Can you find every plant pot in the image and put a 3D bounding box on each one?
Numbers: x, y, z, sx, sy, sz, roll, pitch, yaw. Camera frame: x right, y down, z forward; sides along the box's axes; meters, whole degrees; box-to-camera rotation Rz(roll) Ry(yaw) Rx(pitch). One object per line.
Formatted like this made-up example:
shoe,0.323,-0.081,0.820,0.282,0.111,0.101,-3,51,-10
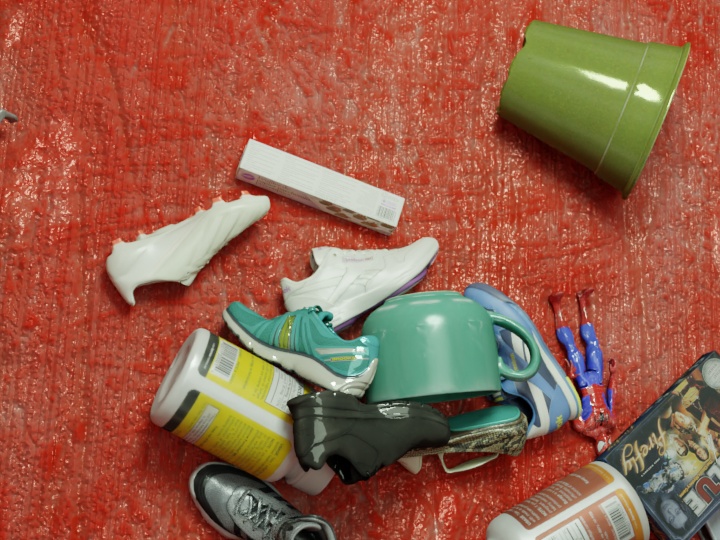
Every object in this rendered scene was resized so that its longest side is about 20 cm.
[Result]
plant pot,0.271,-0.213,1.532,0.189,0.200,0.201,22,72,7

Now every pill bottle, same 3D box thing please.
pill bottle,0.212,0.305,1.409,0.199,0.112,0.113,-25,83,-17
pill bottle,-0.115,0.157,1.364,0.199,0.114,0.115,30,71,-13

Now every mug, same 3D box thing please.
mug,0.089,0.086,1.416,0.184,0.152,0.115,-1,79,-29

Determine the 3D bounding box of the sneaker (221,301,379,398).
sneaker,-0.063,0.074,1.389,0.199,0.077,0.080,22,86,27

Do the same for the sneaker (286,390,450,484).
sneaker,0.009,0.180,1.328,0.199,0.076,0.091,9,70,-31

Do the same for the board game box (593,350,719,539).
board game box,0.387,0.209,1.479,0.200,0.035,0.136,-40,88,-19

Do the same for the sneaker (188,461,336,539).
sneaker,-0.093,0.267,1.345,0.200,0.114,0.076,38,71,-2

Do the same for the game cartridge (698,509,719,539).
game cartridge,0.447,0.251,1.518,0.132,0.042,0.201,-21,81,-21

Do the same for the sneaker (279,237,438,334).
sneaker,0.000,0.000,1.455,0.199,0.075,0.100,-29,85,-18

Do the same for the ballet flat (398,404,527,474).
ballet flat,0.090,0.195,1.431,0.198,0.068,0.076,-2,111,-2

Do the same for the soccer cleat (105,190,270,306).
soccer cleat,-0.188,-0.026,1.427,0.199,0.069,0.078,-23,87,-10

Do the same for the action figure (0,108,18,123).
action figure,-0.495,-0.132,1.362,0.199,0.105,0.194,29,62,-7

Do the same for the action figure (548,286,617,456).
action figure,0.270,0.122,1.505,0.065,0.052,0.201,-7,80,-18

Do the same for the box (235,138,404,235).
box,-0.047,-0.097,1.488,0.199,0.039,0.042,20,71,-8

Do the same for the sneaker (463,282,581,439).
sneaker,0.173,0.106,1.472,0.082,0.074,0.201,-33,84,-16
